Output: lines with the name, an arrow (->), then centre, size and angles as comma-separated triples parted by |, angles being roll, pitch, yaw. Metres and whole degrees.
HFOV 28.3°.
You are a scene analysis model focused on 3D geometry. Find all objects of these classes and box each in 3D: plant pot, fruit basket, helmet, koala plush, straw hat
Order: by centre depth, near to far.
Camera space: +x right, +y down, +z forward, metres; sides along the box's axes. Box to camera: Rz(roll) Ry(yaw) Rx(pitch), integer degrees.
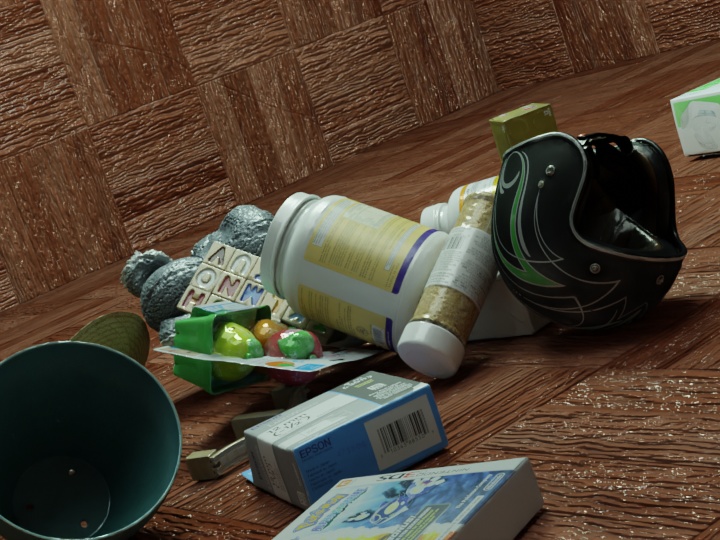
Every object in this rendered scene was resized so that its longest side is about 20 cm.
plant pot -> -0.274, 0.187, 1.336 | 0.199, 0.201, 0.135 | -26, -23, -31
helmet -> 0.228, -0.036, 1.445 | 0.197, 0.194, 0.200 | -7, -7, -1
fruit basket -> -0.098, 0.083, 1.573 | 0.197, 0.095, 0.185 | -1, 3, 26
straw hat -> -0.304, 0.157, 1.742 | 0.085, 0.203, 0.200 | 33, 41, 28
koala plush -> -0.194, 0.020, 1.822 | 0.198, 0.178, 0.185 | -18, -36, -23

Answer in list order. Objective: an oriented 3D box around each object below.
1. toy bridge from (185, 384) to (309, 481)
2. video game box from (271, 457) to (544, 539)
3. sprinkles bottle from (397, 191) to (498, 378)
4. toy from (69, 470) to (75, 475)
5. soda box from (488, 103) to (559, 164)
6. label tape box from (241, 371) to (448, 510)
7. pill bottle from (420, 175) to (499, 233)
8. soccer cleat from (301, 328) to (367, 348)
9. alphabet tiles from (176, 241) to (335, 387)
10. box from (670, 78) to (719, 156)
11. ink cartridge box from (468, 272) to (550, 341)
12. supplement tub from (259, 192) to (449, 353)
toy bridge -> -0.103, 0.163, 1.505 | 0.067, 0.028, 0.200 | -11, 13, 31
video game box -> 0.011, 0.202, 1.025 | 0.181, 0.047, 0.200 | -16, 10, 36
sprinkles bottle -> 0.106, 0.013, 1.509 | 0.068, 0.068, 0.202 | -8, 48, 49
toy -> -0.325, 0.225, 1.558 | 0.198, 0.048, 0.115 | -18, 13, 33
soda box -> 0.225, -0.102, 1.775 | 0.067, 0.202, 0.064 | -20, 10, -8
label tape box -> -0.028, 0.150, 1.320 | 0.142, 0.067, 0.200 | -24, 12, -21
pill bottle -> 0.186, -0.070, 1.941 | 0.198, 0.112, 0.111 | -15, 11, 27
soccer cleat -> 0.019, 0.054, 1.717 | 0.198, 0.070, 0.077 | -23, -12, 29
alphabet tiles -> -0.116, 0.036, 1.719 | 0.198, 0.008, 0.168 | 19, 67, 21
box -> 0.596, -0.244, 2.121 | 0.175, 0.098, 0.199 | -23, 11, -31
ink cartridge box -> 0.199, 0.008, 1.622 | 0.115, 0.067, 0.199 | -10, 14, 45
supplement tub -> 0.000, 0.000, 1.628 | 0.198, 0.147, 0.145 | 20, 27, 21
